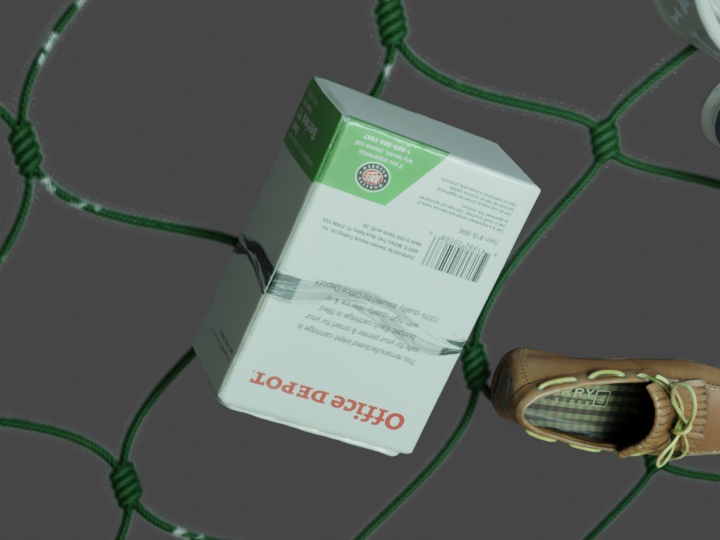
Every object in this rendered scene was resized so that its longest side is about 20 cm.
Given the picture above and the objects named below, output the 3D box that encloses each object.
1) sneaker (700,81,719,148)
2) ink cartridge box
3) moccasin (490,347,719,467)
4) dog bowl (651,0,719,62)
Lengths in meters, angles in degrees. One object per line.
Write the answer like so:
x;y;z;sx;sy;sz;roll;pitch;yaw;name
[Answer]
0.337;-0.063;1.477;0.201;0.146;0.077;7;110;-22;sneaker
0.000;0.000;1.432;0.146;0.083;0.201;19;106;-25;ink cartridge box
0.189;0.095;1.541;0.201;0.078;0.074;14;109;-23;moccasin
0.280;-0.211;1.438;0.199;0.059;0.201;-7;117;-14;dog bowl
